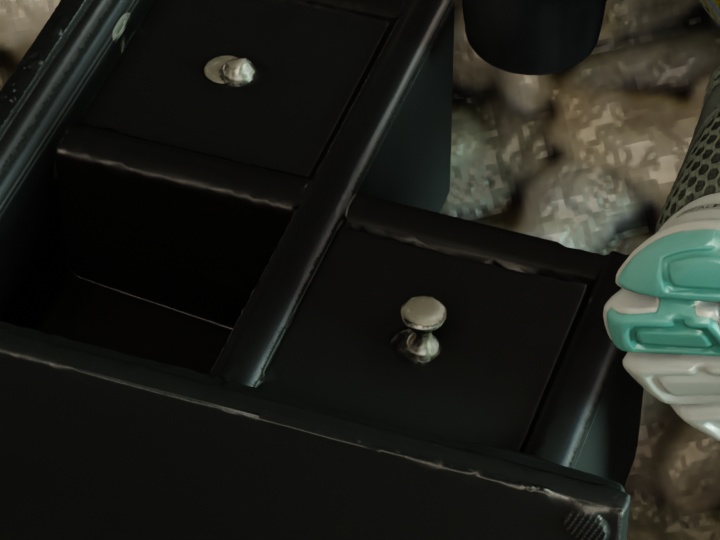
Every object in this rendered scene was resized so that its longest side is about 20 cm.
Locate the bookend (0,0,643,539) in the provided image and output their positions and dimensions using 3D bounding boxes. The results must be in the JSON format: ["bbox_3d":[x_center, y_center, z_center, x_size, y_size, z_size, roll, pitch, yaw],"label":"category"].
[{"bbox_3d":[0.000,0.000,0.766,0.199,0.092,0.199,15,47,14],"label":"bookend"}]

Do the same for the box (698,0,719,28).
[{"bbox_3d":[0.169,-0.140,0.792,0.192,0.122,0.200,-37,83,6],"label":"box"}]

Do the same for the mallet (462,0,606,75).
[{"bbox_3d":[-0.012,-0.113,0.805,0.199,0.066,0.041,23,49,33],"label":"mallet"}]

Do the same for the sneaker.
[{"bbox_3d":[0.126,0.022,0.717,0.077,0.200,0.092,-2,54,24],"label":"sneaker"}]
